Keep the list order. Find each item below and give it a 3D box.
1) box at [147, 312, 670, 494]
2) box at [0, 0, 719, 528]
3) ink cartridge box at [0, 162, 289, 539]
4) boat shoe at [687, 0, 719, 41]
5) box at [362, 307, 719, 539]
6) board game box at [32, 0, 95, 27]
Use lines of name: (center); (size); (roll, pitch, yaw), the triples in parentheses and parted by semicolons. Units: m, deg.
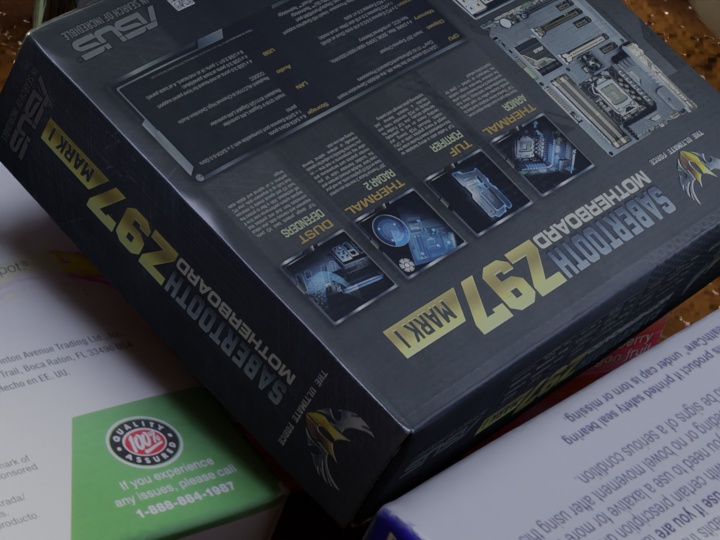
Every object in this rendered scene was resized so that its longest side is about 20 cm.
box: (0.000, 0.000, 0.860); (0.199, 0.103, 0.095); (-10, 47, -32)
box: (0.014, -0.033, 0.781); (0.158, 0.051, 0.200); (45, 46, 15)
ink cartridge box: (-0.139, 0.040, 0.762); (0.145, 0.088, 0.200); (-15, 51, -37)
boat shoe: (0.229, -0.112, 1.113); (0.199, 0.072, 0.069); (16, 49, -5)
box: (0.118, 0.128, 0.756); (0.200, 0.105, 0.184); (40, 41, 24)
board game box: (-0.067, -0.121, 0.896); (0.064, 0.201, 0.148); (11, 39, -12)
